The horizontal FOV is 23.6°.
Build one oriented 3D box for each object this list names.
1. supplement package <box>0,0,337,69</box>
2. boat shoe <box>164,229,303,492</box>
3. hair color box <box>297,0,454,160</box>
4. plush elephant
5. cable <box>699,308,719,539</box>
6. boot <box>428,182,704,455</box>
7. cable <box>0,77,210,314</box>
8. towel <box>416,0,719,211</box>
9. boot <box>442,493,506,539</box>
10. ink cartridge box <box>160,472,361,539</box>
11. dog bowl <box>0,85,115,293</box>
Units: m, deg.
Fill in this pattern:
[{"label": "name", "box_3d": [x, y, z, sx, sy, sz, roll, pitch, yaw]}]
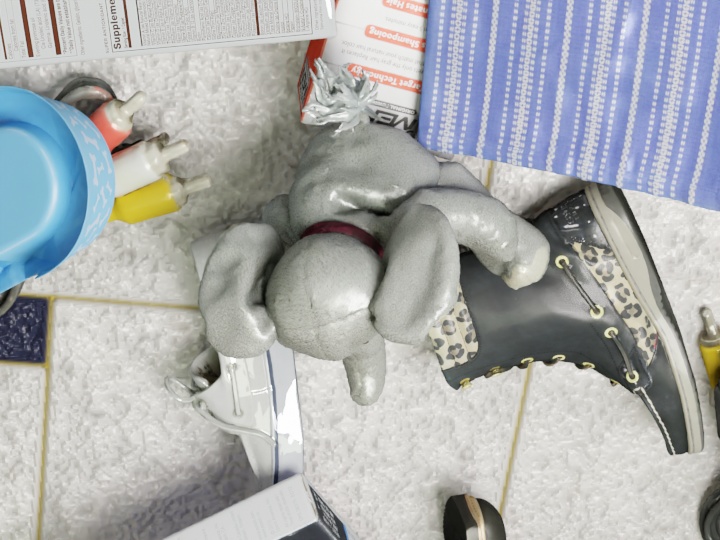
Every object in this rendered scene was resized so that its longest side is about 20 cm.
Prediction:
[{"label": "supplement package", "box_3d": [-0.120, -0.212, 0.907, 0.197, 0.192, 0.149, -6, 117, -3]}, {"label": "boat shoe", "box_3d": [-0.084, 0.070, 1.122, 0.085, 0.075, 0.204, -7, 116, -3]}, {"label": "hair color box", "box_3d": [0.036, -0.176, 1.014, 0.100, 0.061, 0.202, 13, 115, -13]}, {"label": "plush elephant", "box_3d": [0.000, 0.000, 0.992, 0.163, 0.156, 0.200, 2, 147, 27]}, {"label": "cable", "box_3d": [0.275, 0.122, 1.183, 0.050, 0.097, 0.202, -36, 131, -32]}, {"label": "boot", "box_3d": [0.133, 0.051, 1.137, 0.152, 0.074, 0.205, -21, 113, 9]}, {"label": "cable", "box_3d": [-0.193, -0.041, 1.060, 0.199, 0.050, 0.097, -33, 108, 12]}, {"label": "towel", "box_3d": [0.128, -0.115, 0.961, 0.198, 0.024, 0.146, 13, 119, 17]}, {"label": "boot", "box_3d": [0.137, 0.222, 1.230, 0.137, 0.078, 0.201, -15, 131, -3]}, {"label": "ink cartridge box", "box_3d": [-0.088, 0.231, 1.178, 0.198, 0.044, 0.198, -24, 145, 8]}, {"label": "dog bowl", "box_3d": [-0.229, -0.035, 1.031, 0.199, 0.049, 0.113, -26, 87, 26]}]
